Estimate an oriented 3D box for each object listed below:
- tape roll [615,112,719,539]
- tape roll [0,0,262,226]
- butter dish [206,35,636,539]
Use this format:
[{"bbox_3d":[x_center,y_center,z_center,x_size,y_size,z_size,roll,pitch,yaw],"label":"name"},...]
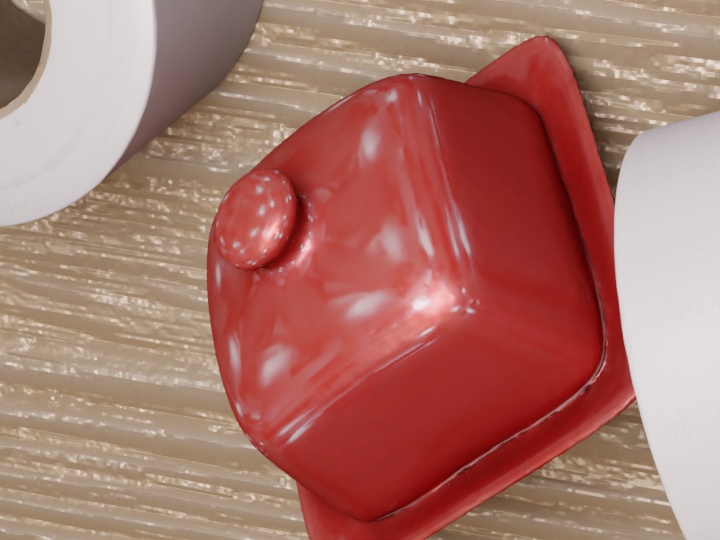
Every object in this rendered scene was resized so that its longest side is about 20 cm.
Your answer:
[{"bbox_3d":[0.202,0.024,0.862,0.139,0.203,0.203,-14,107,25],"label":"tape roll"},{"bbox_3d":[-0.157,-0.136,0.966,0.202,0.139,0.204,7,114,16],"label":"tape roll"},{"bbox_3d":[0.000,0.000,0.920,0.200,0.200,0.148,-35,140,29],"label":"butter dish"}]
